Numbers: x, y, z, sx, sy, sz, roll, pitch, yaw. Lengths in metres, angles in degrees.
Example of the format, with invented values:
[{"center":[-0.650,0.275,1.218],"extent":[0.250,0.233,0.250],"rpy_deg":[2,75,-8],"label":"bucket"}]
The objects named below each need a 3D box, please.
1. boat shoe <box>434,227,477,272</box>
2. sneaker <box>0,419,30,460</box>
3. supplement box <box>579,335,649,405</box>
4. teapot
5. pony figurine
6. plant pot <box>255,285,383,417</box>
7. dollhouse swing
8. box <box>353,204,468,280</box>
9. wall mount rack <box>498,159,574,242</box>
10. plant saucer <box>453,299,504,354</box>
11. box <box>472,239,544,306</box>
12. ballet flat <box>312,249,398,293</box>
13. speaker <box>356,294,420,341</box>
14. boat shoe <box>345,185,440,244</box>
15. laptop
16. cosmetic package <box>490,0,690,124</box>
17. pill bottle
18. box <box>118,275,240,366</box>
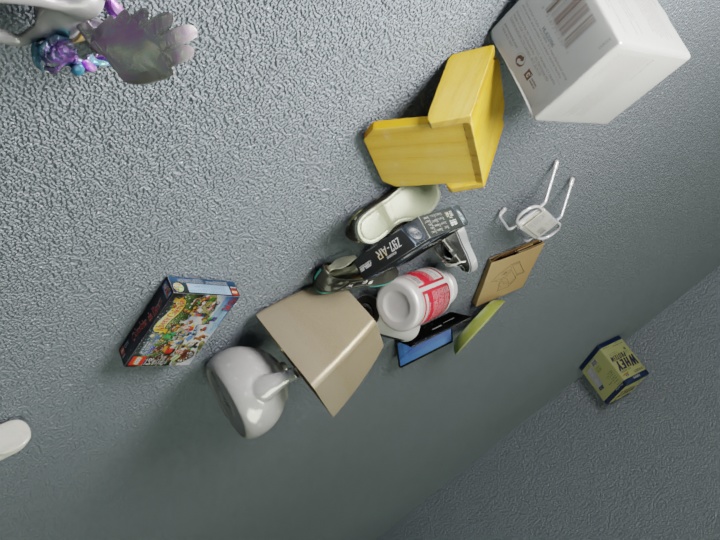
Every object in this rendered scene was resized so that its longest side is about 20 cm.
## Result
[{"center":[0.200,-0.043,1.425],"extent":[0.068,0.074,0.200],"rpy_deg":[-35,151,-1],"label":"boat shoe"},{"center":[-0.681,0.324,1.153],"extent":[0.198,0.076,0.089],"rpy_deg":[-10,156,-36],"label":"sneaker"},{"center":[1.091,0.432,2.872],"extent":[0.133,0.201,0.201],"rpy_deg":[-18,149,-22],"label":"supplement box"},{"center":[-0.213,0.230,1.348],"extent":[0.145,0.200,0.199],"rpy_deg":[-29,141,-26],"label":"teapot"},{"center":[-0.260,-0.253,0.620],"extent":[0.191,0.170,0.199],"rpy_deg":[-11,170,38],"label":"pony figurine"},{"center":[-0.064,0.140,1.345],"extent":[0.176,0.200,0.201],"rpy_deg":[-38,152,-10],"label":"plant pot"},{"center":[0.125,-0.244,1.092],"extent":[0.184,0.173,0.200],"rpy_deg":[-69,156,-17],"label":"dollhouse swing"},{"center":[0.098,-0.055,1.246],"extent":[0.159,0.044,0.199],"rpy_deg":[-33,174,30],"label":"box"},{"center":[0.403,-0.145,1.477],"extent":[0.173,0.075,0.199],"rpy_deg":[-39,150,20],"label":"wall mount rack"},{"center":[0.318,0.148,1.820],"extent":[0.200,0.031,0.200],"rpy_deg":[-45,167,-13],"label":"plant saucer"},{"center":[0.381,0.008,1.732],"extent":[0.161,0.021,0.201],"rpy_deg":[-21,150,-19],"label":"box"},{"center":[0.000,0.000,1.313],"extent":[0.197,0.068,0.069],"rpy_deg":[-13,137,-32],"label":"ballet flat"},{"center":[0.059,0.111,1.519],"extent":[0.081,0.082,0.199],"rpy_deg":[-41,151,17],"label":"speaker"},{"center":[0.059,-0.110,1.206],"extent":[0.200,0.073,0.060],"rpy_deg":[-30,-165,-27],"label":"boat shoe"},{"center":[0.190,0.189,1.732],"extent":[0.175,0.105,0.200],"rpy_deg":[-24,-172,-14],"label":"laptop"},{"center":[0.338,-0.335,0.987],"extent":[0.198,0.170,0.166],"rpy_deg":[-7,157,-38],"label":"cosmetic package"},{"center":[0.130,0.056,1.451],"extent":[0.199,0.113,0.113],"rpy_deg":[-17,151,-53],"label":"pill bottle"},{"center":[-0.320,0.094,1.173],"extent":[0.135,0.038,0.200],"rpy_deg":[5,134,-48],"label":"box"}]
